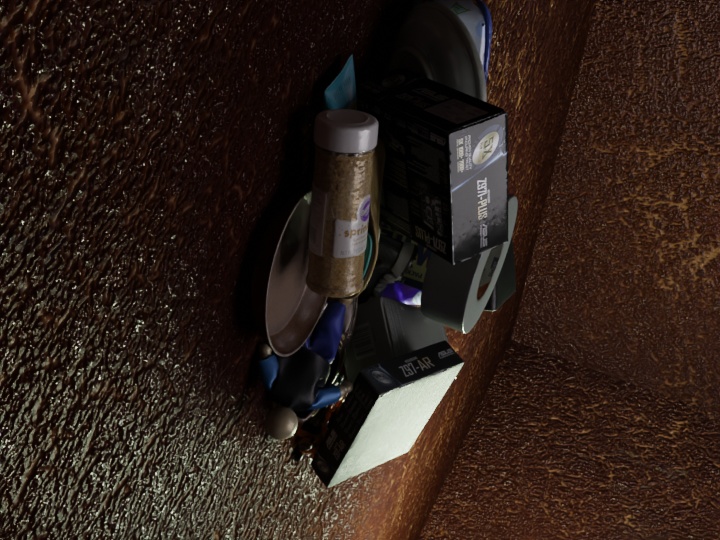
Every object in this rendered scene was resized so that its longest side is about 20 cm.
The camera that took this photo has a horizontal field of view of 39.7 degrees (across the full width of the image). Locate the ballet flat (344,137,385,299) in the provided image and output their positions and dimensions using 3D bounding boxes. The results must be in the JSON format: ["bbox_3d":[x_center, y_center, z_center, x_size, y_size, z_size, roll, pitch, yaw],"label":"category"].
[{"bbox_3d":[0.003,-0.062,1.160,0.063,0.068,0.201,-32,136,-51],"label":"ballet flat"}]

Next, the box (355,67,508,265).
[{"bbox_3d":[0.076,-0.126,1.158,0.086,0.200,0.164,-23,124,-27],"label":"box"}]

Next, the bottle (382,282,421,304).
[{"bbox_3d":[0.100,0.013,1.524,0.084,0.199,0.065,69,5,-60],"label":"bottle"}]

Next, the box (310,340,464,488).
[{"bbox_3d":[0.035,0.192,1.332,0.160,0.044,0.200,-15,143,-40],"label":"box"}]

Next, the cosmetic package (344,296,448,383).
[{"bbox_3d":[0.053,0.109,1.417,0.200,0.090,0.107,13,59,-58],"label":"cosmetic package"}]

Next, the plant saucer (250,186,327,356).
[{"bbox_3d":[-0.076,-0.003,1.138,0.200,0.034,0.201,15,90,-73],"label":"plant saucer"}]

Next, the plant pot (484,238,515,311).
[{"bbox_3d":[0.155,-0.048,1.663,0.200,0.199,0.178,-23,120,-70],"label":"plant pot"}]

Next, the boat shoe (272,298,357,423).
[{"bbox_3d":[-0.050,0.105,1.299,0.201,0.072,0.059,-64,-161,-10],"label":"boat shoe"}]

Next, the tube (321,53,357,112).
[{"bbox_3d":[-0.024,-0.146,1.165,0.078,0.050,0.200,-66,162,-45],"label":"tube"}]

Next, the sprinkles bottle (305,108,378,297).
[{"bbox_3d":[-0.022,-0.072,1.089,0.068,0.068,0.201,-46,146,-57],"label":"sprinkles bottle"}]

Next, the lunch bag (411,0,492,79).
[{"bbox_3d":[0.116,-0.263,1.298,0.160,0.075,0.201,-121,-155,-53],"label":"lunch bag"}]

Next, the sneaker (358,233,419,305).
[{"bbox_3d":[0.000,0.000,1.384,0.200,0.090,0.067,-47,-162,55],"label":"sneaker"}]

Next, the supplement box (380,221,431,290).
[{"bbox_3d":[0.091,-0.114,1.428,0.200,0.134,0.200,92,23,-47],"label":"supplement box"}]

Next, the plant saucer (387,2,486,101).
[{"bbox_3d":[0.080,-0.227,1.235,0.050,0.200,0.201,-17,136,-25],"label":"plant saucer"}]

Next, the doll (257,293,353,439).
[{"bbox_3d":[-0.065,0.113,1.220,0.048,0.136,0.201,-22,-139,54],"label":"doll"}]

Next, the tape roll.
[{"bbox_3d":[0.151,-0.018,1.374,0.201,0.066,0.201,-57,159,-35],"label":"tape roll"}]

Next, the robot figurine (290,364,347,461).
[{"bbox_3d":[-0.042,0.179,1.409,0.200,0.058,0.145,-68,-178,-46],"label":"robot figurine"}]
